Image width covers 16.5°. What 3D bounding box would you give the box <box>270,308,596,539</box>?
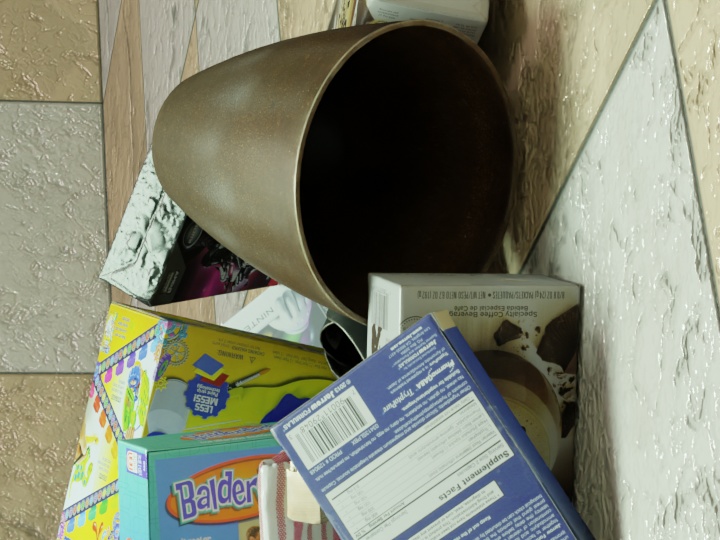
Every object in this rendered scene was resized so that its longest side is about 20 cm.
[{"bbox_3d":[0.052,0.138,1.389,0.201,0.121,0.032,57,-162,9],"label":"box"}]

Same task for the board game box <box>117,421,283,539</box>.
[{"bbox_3d":[-0.076,0.200,1.562,0.045,0.151,0.201,11,102,58],"label":"board game box"}]

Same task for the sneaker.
[{"bbox_3d":[0.000,0.000,1.628,0.200,0.106,0.075,47,148,39],"label":"sneaker"}]

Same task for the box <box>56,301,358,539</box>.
[{"bbox_3d":[-0.079,0.139,1.656,0.122,0.199,0.194,13,91,66],"label":"box"}]

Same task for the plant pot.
[{"bbox_3d":[-0.035,-0.070,1.564,0.199,0.186,0.188,11,102,47],"label":"plant pot"}]

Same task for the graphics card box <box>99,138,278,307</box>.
[{"bbox_3d":[-0.097,-0.046,1.753,0.200,0.051,0.126,-7,-57,-64],"label":"graphics card box"}]

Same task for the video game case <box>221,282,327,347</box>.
[{"bbox_3d":[-0.058,0.114,1.808,0.200,0.182,0.023,56,-172,33],"label":"video game case"}]

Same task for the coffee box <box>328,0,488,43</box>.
[{"bbox_3d":[0.028,-0.165,1.659,0.200,0.079,0.114,112,165,-60],"label":"coffee box"}]

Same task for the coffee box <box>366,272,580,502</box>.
[{"bbox_3d":[0.064,0.105,1.464,0.080,0.112,0.201,-158,69,-75],"label":"coffee box"}]

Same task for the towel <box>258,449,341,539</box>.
[{"bbox_3d":[0.002,0.168,1.561,0.030,0.200,0.147,3,103,34],"label":"towel"}]

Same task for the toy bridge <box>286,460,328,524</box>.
[{"bbox_3d":[0.024,0.103,1.541,0.027,0.199,0.068,6,102,36],"label":"toy bridge"}]
